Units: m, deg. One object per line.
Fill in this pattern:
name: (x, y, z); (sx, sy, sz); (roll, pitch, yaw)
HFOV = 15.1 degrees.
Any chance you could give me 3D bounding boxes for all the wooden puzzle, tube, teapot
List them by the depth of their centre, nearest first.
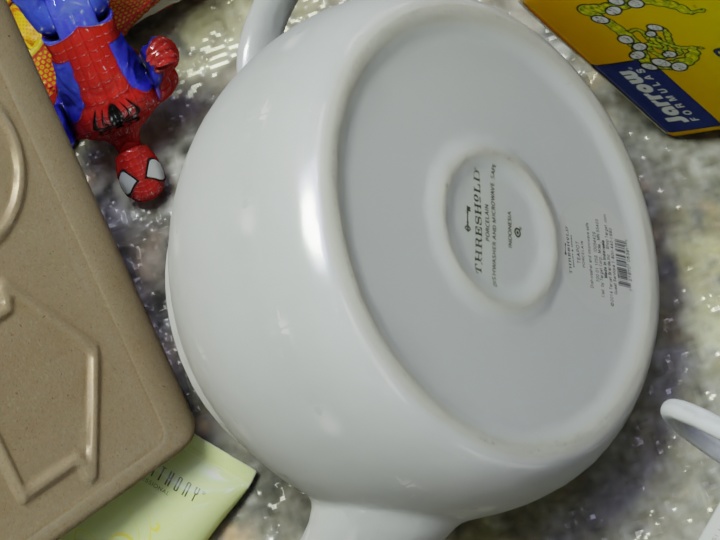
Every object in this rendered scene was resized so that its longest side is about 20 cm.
wooden puzzle: (-0.161, 0.020, 0.933); (0.046, 0.186, 0.200); (-10, 19, 44)
teapot: (0.000, 0.000, 0.971); (0.146, 0.198, 0.200); (-20, 21, 45)
tube: (-0.118, 0.137, 0.988); (0.052, 0.058, 0.201); (14, 66, 40)

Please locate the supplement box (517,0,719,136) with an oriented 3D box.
supplement box: (0.173, -0.131, 0.969); (0.199, 0.109, 0.110); (-8, 59, 40)

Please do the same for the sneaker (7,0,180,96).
sneaker: (-0.119, -0.113, 1.092); (0.200, 0.077, 0.073); (-46, 63, -1)

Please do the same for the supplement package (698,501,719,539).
supplement package: (0.177, 0.168, 0.804); (0.200, 0.121, 0.120); (27, 85, 54)

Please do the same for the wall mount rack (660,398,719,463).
wall mount rack: (0.202, 0.073, 0.876); (0.199, 0.174, 0.075); (30, 86, 24)

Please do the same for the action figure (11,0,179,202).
action figure: (-0.108, -0.095, 1.011); (0.065, 0.201, 0.099); (-23, 37, -2)
